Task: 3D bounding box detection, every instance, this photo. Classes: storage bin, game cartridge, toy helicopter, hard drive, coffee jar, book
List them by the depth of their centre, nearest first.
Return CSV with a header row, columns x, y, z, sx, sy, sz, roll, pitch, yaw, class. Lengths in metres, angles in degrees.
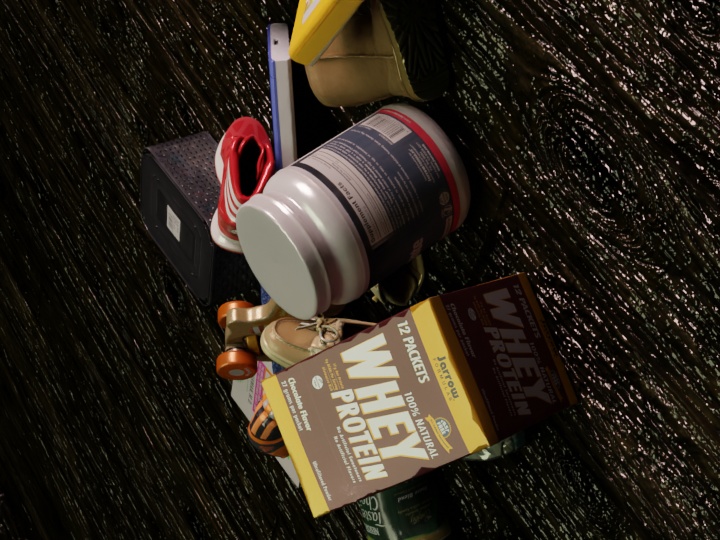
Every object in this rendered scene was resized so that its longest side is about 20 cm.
x,y,z,sx,sy,sz,roll,pitch,yaw,class
-0.007,-0.309,1.250,0.200,0.032,0.179,137,147,-61,game cartridge
-0.081,0.052,1.491,0.201,0.130,0.080,120,152,-57,toy helicopter
-0.085,-0.159,1.519,0.132,0.025,0.203,-99,6,-63,hard drive
0.039,0.245,1.534,0.104,0.084,0.203,-9,99,61,coffee jar
-0.203,-0.069,1.767,0.200,0.093,0.137,48,144,35,storage bin
-0.104,0.168,1.788,0.200,0.047,0.135,45,138,42,book

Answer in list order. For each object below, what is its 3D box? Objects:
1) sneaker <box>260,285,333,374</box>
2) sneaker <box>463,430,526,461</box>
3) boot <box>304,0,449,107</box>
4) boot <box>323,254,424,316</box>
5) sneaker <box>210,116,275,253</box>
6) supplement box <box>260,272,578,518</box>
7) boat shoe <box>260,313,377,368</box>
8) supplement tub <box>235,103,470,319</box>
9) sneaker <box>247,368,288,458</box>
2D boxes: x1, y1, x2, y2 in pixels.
x,y,z,sx,sy,sz,roll,pitch,yaw,class
-0.075,0.050,1.648,0.070,0.077,0.202,113,152,-54,sneaker
0.085,0.144,1.402,0.198,0.077,0.088,-7,93,42,sneaker
0.000,-0.246,1.341,0.199,0.065,0.178,14,117,59,boot
0.000,0.000,1.479,0.155,0.072,0.202,44,139,38,boot
-0.117,-0.125,1.513,0.116,0.077,0.202,115,159,-44,sneaker
0.057,0.110,1.241,0.199,0.196,0.134,-27,82,31,supplement box
-0.006,0.076,1.433,0.074,0.197,0.063,-91,14,-50,boat shoe
-0.005,-0.057,1.298,0.140,0.199,0.141,41,151,29,supplement tub
-0.048,0.138,1.496,0.078,0.198,0.112,56,139,19,sneaker
